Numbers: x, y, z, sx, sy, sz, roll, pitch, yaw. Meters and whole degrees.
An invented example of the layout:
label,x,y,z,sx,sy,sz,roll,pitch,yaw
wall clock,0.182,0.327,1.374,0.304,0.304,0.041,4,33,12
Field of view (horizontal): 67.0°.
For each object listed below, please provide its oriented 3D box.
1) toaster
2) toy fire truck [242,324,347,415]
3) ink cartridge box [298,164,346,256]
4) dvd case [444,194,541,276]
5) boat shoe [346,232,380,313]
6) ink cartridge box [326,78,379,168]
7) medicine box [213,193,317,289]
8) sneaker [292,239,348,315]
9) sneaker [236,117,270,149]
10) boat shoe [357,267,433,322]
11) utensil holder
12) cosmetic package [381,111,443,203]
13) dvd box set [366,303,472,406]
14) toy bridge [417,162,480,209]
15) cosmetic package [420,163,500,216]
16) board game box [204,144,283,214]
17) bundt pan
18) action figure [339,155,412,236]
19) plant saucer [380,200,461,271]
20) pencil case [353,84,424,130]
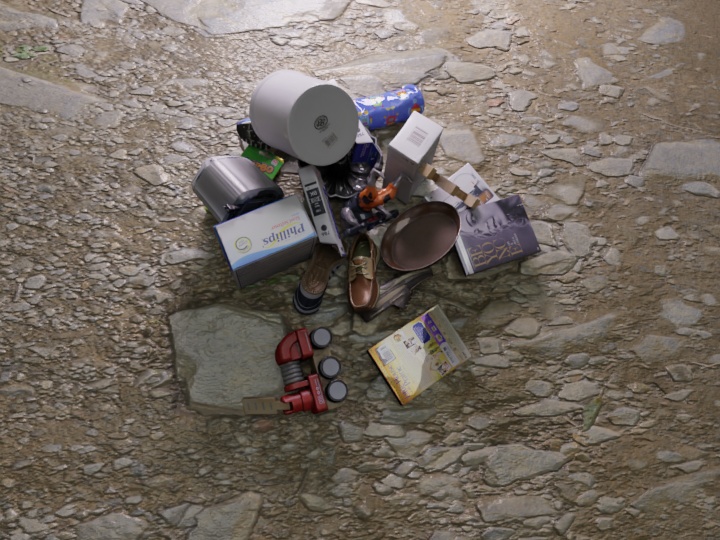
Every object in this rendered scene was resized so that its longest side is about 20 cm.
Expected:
label,x,y,z,sx,sy,sz,roll,pitch,yaw
toaster,-0.268,-0.168,1.163,0.129,0.200,0.114,45,115,10
toy fire truck,-0.151,0.226,1.147,0.199,0.129,0.177,-13,78,-21
ink cartridge box,-0.081,-0.120,1.171,0.039,0.099,0.201,-18,89,4
dvd case,0.310,-0.085,1.280,0.199,0.016,0.149,-17,81,-11
boat shoe,0.000,0.000,1.199,0.075,0.074,0.201,-10,48,13
ink cartridge box,-0.028,-0.317,1.220,0.039,0.099,0.201,-30,81,-14
medicine box,-0.199,-0.057,1.156,0.181,0.200,0.103,-24,82,-13
sneaker,-0.092,0.015,1.230,0.070,0.109,0.200,27,44,2
sneaker,-0.200,-0.349,1.298,0.199,0.079,0.089,-12,53,-25
boat shoe,0.080,0.056,1.242,0.199,0.074,0.074,-26,91,-4
utensil holder,-0.118,-0.317,1.124,0.169,0.200,0.171,-13,118,-26
cosmetic package,0.115,-0.254,1.249,0.081,0.200,0.113,33,72,7
dvd box set,0.134,0.188,1.229,0.199,0.029,0.147,-32,83,-15
toy bridge,0.195,-0.193,1.230,0.027,0.200,0.067,-56,45,11
cosmetic package,0.266,-0.138,1.321,0.151,0.052,0.200,-39,84,-12
board game box,-0.268,-0.198,1.273,0.095,0.030,0.201,30,77,-1
bundt pan,-0.052,-0.252,1.290,0.201,0.076,0.203,2,75,-8
action figure,0.027,-0.157,1.229,0.105,0.193,0.200,53,33,9
plant saucer,0.141,-0.074,1.243,0.201,0.200,0.032,-56,133,-16
pencil case,0.058,-0.402,1.342,0.199,0.078,0.087,-19,72,-12
